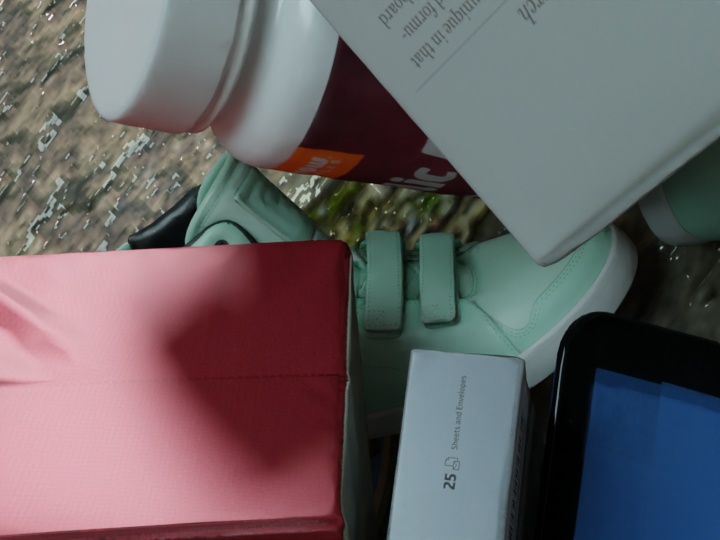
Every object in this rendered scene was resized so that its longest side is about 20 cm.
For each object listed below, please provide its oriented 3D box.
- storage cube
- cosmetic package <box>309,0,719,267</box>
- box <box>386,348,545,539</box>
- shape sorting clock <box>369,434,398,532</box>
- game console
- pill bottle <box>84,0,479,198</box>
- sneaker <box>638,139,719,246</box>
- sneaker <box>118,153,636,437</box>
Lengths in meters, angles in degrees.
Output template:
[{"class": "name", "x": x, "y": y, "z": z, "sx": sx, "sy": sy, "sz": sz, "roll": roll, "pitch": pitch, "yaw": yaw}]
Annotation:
[{"class": "storage cube", "x": -0.086, "y": 0.107, "z": 0.835, "sx": 0.179, "sy": 0.200, "sz": 0.171, "roll": -3, "pitch": 32, "yaw": 2}, {"class": "cosmetic package", "x": 0.079, "y": -0.147, "z": 0.749, "sx": 0.200, "sy": 0.167, "sz": 0.166, "roll": 48, "pitch": 142, "yaw": 1}, {"class": "box", "x": 0.037, "y": 0.126, "z": 0.828, "sx": 0.041, "sy": 0.200, "sz": 0.156, "roll": 5, "pitch": 75, "yaw": 10}, {"class": "shape sorting clock", "x": -0.073, "y": 0.082, "z": 1.021, "sx": 0.200, "sy": 0.039, "sz": 0.201, "roll": -13, "pitch": 67, "yaw": 31}, {"class": "game console", "x": 0.156, "y": 0.121, "z": 0.795, "sx": 0.170, "sy": 0.118, "sz": 0.201, "roll": -2, "pitch": 73, "yaw": 35}, {"class": "pill bottle", "x": 0.010, "y": -0.087, "z": 0.858, "sx": 0.114, "sy": 0.200, "sz": 0.115, "roll": -173, "pitch": 90, "yaw": -67}, {"class": "sneaker", "x": 0.164, "y": -0.114, "z": 0.902, "sx": 0.118, "sy": 0.074, "sz": 0.201, "roll": -10, "pitch": 77, "yaw": 39}, {"class": "sneaker", "x": 0.000, "y": 0.000, "z": 0.919, "sx": 0.200, "sy": 0.118, "sz": 0.074, "roll": -22, "pitch": 29, "yaw": 10}]
